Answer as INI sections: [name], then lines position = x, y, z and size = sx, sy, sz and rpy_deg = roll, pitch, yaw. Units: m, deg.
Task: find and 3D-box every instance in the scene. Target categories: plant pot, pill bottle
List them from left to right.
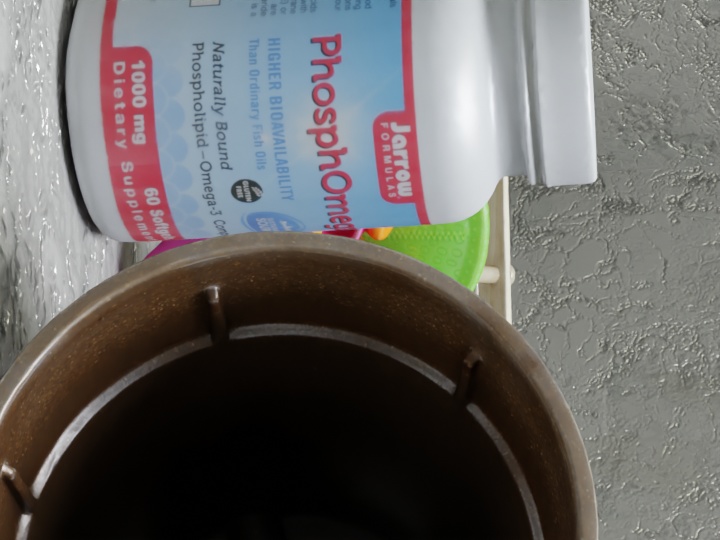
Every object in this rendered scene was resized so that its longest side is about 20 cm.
[plant pot]
position = -0.026, 0.118, 0.747
size = 0.198, 0.199, 0.201
rpy_deg = 89, 1, -65
[pill bottle]
position = -0.008, -0.070, 0.853
size = 0.109, 0.199, 0.109
rpy_deg = -3, 90, -83

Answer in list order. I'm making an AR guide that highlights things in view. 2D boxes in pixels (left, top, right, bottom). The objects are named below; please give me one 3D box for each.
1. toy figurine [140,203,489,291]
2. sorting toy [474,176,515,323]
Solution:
[toy figurine]
position = -0.046, 0.022, 0.969
size = 0.184, 0.150, 0.201
rpy_deg = -45, 158, -62
[sorting toy]
position = 0.000, 0.000, 1.201
size = 0.179, 0.106, 0.201
rpy_deg = 4, 83, -47
